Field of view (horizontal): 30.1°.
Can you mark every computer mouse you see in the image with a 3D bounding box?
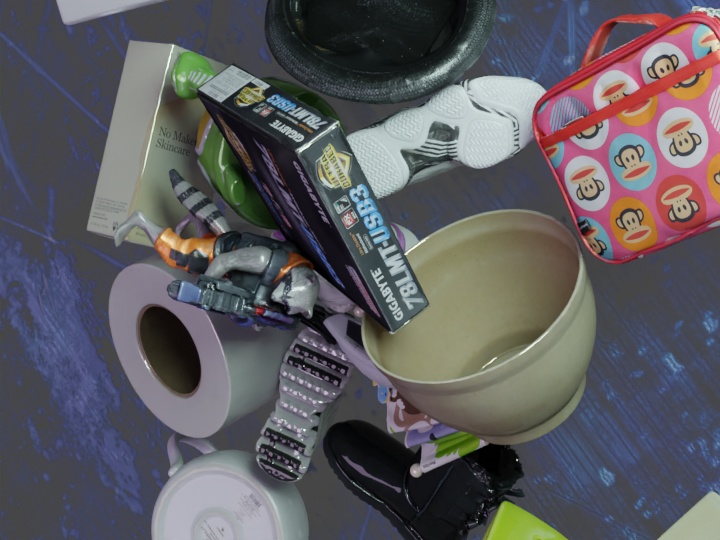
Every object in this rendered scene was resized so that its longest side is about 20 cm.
[{"bbox_3d":[-0.003,0.073,1.283,0.199,0.110,0.044,24,82,42],"label":"computer mouse"}]

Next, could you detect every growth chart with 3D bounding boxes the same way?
[{"bbox_3d":[0.059,0.098,1.296,0.145,0.018,0.201,-39,60,40],"label":"growth chart"}]

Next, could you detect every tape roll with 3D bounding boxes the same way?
[{"bbox_3d":[-0.160,0.063,1.463,0.202,0.139,0.204,23,125,37],"label":"tape roll"}]

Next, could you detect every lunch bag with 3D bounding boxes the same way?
[{"bbox_3d":[0.231,-0.112,1.013,0.200,0.082,0.177,-26,87,48],"label":"lunch bag"}]

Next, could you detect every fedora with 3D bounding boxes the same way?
[{"bbox_3d":[0.021,-0.206,1.150,0.200,0.201,0.092,41,170,24],"label":"fedora"}]

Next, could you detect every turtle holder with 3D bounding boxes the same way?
[{"bbox_3d":[-0.105,-0.120,1.282,0.132,0.185,0.142,35,111,53],"label":"turtle holder"}]

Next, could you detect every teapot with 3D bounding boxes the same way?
[{"bbox_3d":[-0.142,0.297,1.574,0.196,0.146,0.201,2,92,19],"label":"teapot"}]

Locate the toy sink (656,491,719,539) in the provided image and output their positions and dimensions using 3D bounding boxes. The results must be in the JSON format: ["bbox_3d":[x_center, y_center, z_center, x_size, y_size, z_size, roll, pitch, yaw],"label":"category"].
[{"bbox_3d":[0.248,0.296,1.114,0.112,0.200,0.131,44,137,19],"label":"toy sink"}]

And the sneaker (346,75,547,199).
[{"bbox_3d":[0.074,-0.122,1.175,0.199,0.115,0.075,-19,98,15],"label":"sneaker"}]

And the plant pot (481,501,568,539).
[{"bbox_3d":[0.159,0.372,1.241,0.181,0.200,0.200,23,130,6],"label":"plant pot"}]

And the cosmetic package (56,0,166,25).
[{"bbox_3d":[-0.203,-0.356,1.265,0.167,0.166,0.201,0,110,46],"label":"cosmetic package"}]

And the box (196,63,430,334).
[{"bbox_3d":[-0.041,-0.064,1.138,0.198,0.050,0.200,39,162,53],"label":"box"}]

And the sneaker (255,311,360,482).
[{"bbox_3d":[-0.049,0.127,1.430,0.075,0.081,0.201,30,110,13],"label":"sneaker"}]

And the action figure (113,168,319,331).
[{"bbox_3d":[-0.123,-0.013,1.200,0.193,0.200,0.105,25,91,20],"label":"action figure"}]

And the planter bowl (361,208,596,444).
[{"bbox_3d":[0.119,0.063,1.153,0.200,0.201,0.135,10,143,43],"label":"planter bowl"}]

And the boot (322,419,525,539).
[{"bbox_3d":[0.063,0.191,1.351,0.198,0.073,0.163,45,136,15],"label":"boot"}]

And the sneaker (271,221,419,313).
[{"bbox_3d":[0.000,0.000,1.329,0.199,0.075,0.100,18,137,44],"label":"sneaker"}]

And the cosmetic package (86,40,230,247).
[{"bbox_3d":[-0.201,-0.124,1.371,0.073,0.103,0.201,13,91,41],"label":"cosmetic package"}]
